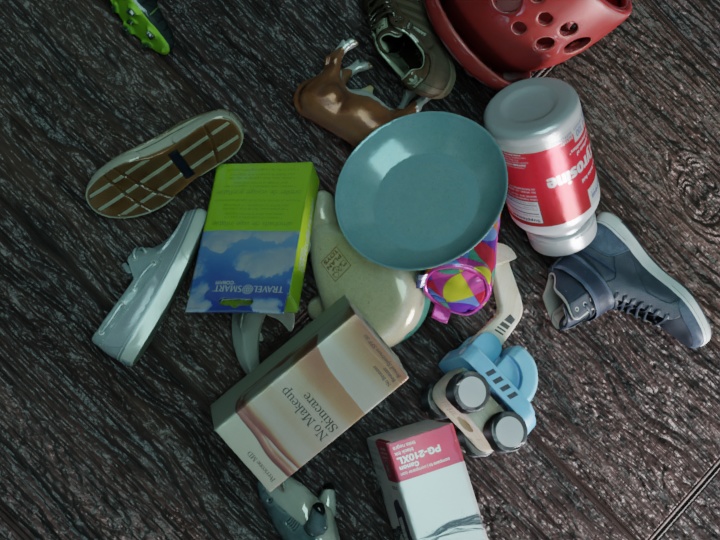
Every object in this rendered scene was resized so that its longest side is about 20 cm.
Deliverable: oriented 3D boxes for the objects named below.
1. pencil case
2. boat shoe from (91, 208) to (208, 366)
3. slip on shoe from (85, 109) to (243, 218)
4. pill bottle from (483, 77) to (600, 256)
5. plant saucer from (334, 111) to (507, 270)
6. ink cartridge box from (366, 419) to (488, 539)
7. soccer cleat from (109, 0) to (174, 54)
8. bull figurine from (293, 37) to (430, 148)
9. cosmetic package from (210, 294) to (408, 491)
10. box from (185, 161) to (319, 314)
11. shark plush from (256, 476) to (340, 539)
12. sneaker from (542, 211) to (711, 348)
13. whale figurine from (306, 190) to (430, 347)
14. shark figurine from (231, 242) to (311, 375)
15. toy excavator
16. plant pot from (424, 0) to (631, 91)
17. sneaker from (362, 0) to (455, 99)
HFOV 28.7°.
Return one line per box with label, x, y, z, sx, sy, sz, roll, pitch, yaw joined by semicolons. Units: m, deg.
pencil case;0.119;-0.037;1.634;0.088;0.089;0.200;24;45;-8
boat shoe;-0.243;0.008;1.613;0.071;0.070;0.201;28;79;-2
slip on shoe;-0.227;-0.128;1.636;0.200;0.061;0.076;-32;115;6
pill bottle;0.218;-0.116;1.644;0.112;0.112;0.200;-32;131;-11
plant saucer;0.071;-0.084;1.584;0.200;0.039;0.202;-8;63;15
ink cartridge box;0.082;0.279;1.611;0.084;0.145;0.201;-16;88;-9
soccer cleat;-0.271;-0.345;1.643;0.081;0.068;0.200;-39;92;-24
bull figurine;0.020;-0.182;1.680;0.200;0.065;0.122;32;76;-9
cosmetic package;-0.058;0.134;1.550;0.200;0.087;0.103;-41;105;2
box;-0.120;-0.029;1.591;0.121;0.048;0.201;0;59;15
shark plush;-0.062;0.332;1.642;0.083;0.091;0.201;-10;108;8
sneaker;0.313;0.048;1.699;0.146;0.077;0.202;-41;84;-22
whale figurine;0.000;0.000;1.652;0.159;0.104;0.200;-47;71;20
shark figurine;-0.120;0.074;1.617;0.127;0.090;0.216;0;97;3
toy excavator;0.157;0.095;1.676;0.195;0.100;0.200;47;66;-6
plant pot;0.188;-0.324;1.641;0.182;0.200;0.201;-36;93;30
sneaker;0.044;-0.290;1.650;0.070;0.075;0.200;-44;61;27
